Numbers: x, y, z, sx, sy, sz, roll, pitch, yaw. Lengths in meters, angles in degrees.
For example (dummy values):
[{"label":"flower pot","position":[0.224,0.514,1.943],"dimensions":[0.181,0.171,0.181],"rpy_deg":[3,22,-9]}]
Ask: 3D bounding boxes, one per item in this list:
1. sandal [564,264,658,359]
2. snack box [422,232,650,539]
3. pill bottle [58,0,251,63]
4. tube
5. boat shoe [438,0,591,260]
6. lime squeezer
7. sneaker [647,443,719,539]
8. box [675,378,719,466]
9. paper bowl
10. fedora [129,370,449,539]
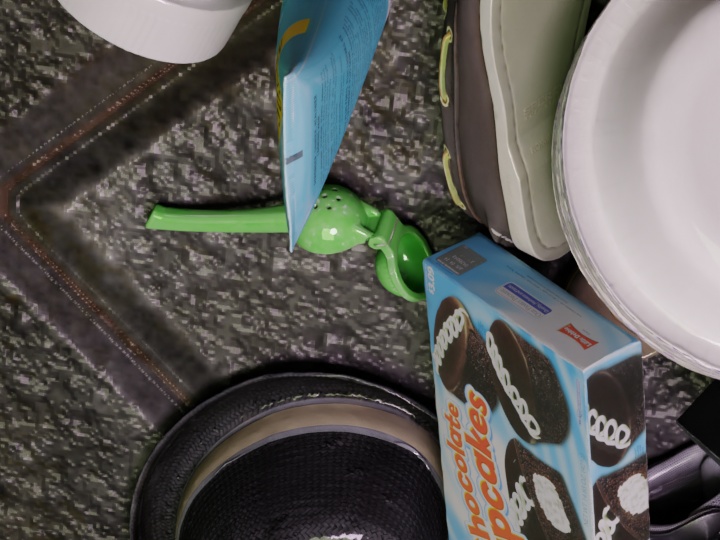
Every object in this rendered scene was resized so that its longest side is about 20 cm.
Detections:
[{"label":"sandal","position":[0.168,-0.016,1.332],"dimensions":[0.080,0.054,0.200],"rpy_deg":[38,120,-16]},{"label":"snack box","position":[0.083,0.094,1.339],"dimensions":[0.037,0.116,0.201],"rpy_deg":[-26,129,-26]},{"label":"pill bottle","position":[-0.053,-0.191,1.220],"dimensions":[0.109,0.110,0.200],"rpy_deg":[26,122,-9]},{"label":"tube","position":[-0.015,-0.092,1.224],"dimensions":[0.050,0.200,0.078],"rpy_deg":[-2,121,8]},{"label":"boat shoe","position":[0.062,-0.101,1.285],"dimensions":[0.060,0.072,0.202],"rpy_deg":[24,131,40]},{"label":"lime squeezer","position":[0.000,0.000,1.377],"dimensions":[0.199,0.038,0.071],"rpy_deg":[24,123,-8]},{"label":"sneaker","position":[0.199,0.147,1.417],"dimensions":[0.199,0.076,0.114],"rpy_deg":[4,125,8]},{"label":"box","position":[0.267,0.091,1.343],"dimensions":[0.200,0.079,0.141],"rpy_deg":[43,88,-18]},{"label":"paper bowl","position":[0.182,-0.051,1.227],"dimensions":[0.199,0.104,0.202],"rpy_deg":[0,88,0]},{"label":"fedora","position":[-0.028,0.148,1.441],"dimensions":[0.199,0.092,0.202],"rpy_deg":[4,122,6]}]
